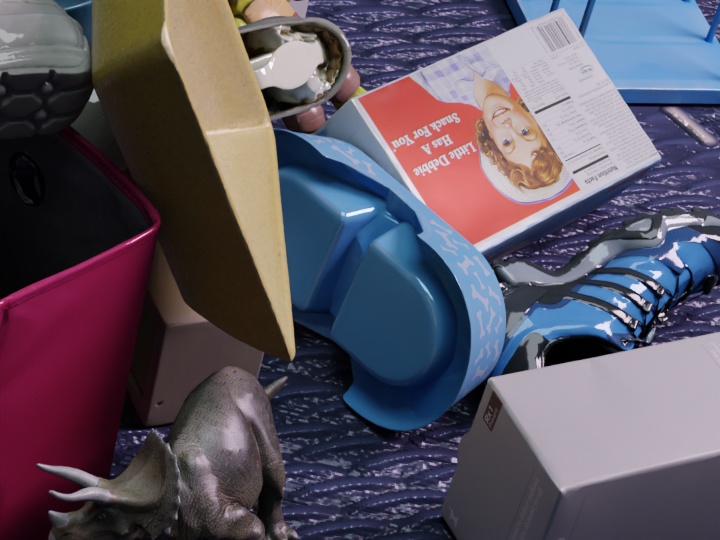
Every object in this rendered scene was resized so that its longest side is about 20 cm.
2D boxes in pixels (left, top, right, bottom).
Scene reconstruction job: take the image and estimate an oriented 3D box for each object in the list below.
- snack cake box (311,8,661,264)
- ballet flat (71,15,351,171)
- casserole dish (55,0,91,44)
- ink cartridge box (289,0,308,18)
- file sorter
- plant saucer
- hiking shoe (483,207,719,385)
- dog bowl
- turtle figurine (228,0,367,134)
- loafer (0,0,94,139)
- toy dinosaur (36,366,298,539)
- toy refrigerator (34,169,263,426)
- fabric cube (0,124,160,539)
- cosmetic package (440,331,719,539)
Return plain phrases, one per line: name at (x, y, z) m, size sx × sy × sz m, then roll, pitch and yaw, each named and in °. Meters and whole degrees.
snack cake box at (0.073, -0.068, 1.390) m, size 0.199 × 0.067 × 0.116 m, roll -26°, pitch 81°, yaw -42°
ballet flat at (-0.088, -0.101, 1.281) m, size 0.199 × 0.068 × 0.063 m, roll -22°, pitch 15°, yaw -37°
casserole dish at (-0.159, -0.155, 1.304) m, size 0.120 × 0.039 × 0.200 m, roll 0°, pitch 26°, yaw 23°
ink cartridge box at (-0.142, -0.180, 1.468) m, size 0.144 × 0.084 × 0.200 m, roll 34°, pitch 43°, yaw 21°
file sorter at (0.179, -0.222, 1.593) m, size 0.138 × 0.123 × 0.201 m, roll -1°, pitch 43°, yaw -19°
plant saucer at (-0.086, -0.083, 1.141) m, size 0.048 × 0.201 × 0.201 m, roll -15°, pitch 39°, yaw 6°
hiking shoe at (0.143, 0.029, 1.345) m, size 0.199 × 0.075 × 0.087 m, roll -18°, pitch 57°, yaw -21°
dog bowl at (0.000, 0.000, 1.296) m, size 0.200 × 0.112 × 0.049 m, roll 41°, pitch 33°, yaw 26°
turtle figurine at (-0.052, -0.127, 1.400) m, size 0.162 × 0.064 × 0.200 m, roll 54°, pitch 40°, yaw -13°
loafer at (-0.217, -0.097, 1.054) m, size 0.199 × 0.070 × 0.070 m, roll -1°, pitch 48°, yaw -33°
toy dinosaur at (-0.067, 0.095, 1.158) m, size 0.076 × 0.103 × 0.200 m, roll 6°, pitch 33°, yaw 31°
toy refrigerator at (-0.120, -0.014, 1.293) m, size 0.069 × 0.076 × 0.201 m, roll -7°, pitch 46°, yaw -25°
fabric cube at (-0.236, 0.030, 1.109) m, size 0.199 × 0.200 × 0.196 m, roll -27°, pitch 55°, yaw -39°
cosmetic package at (0.152, 0.102, 1.228) m, size 0.199 × 0.107 × 0.090 m, roll -13°, pitch 48°, yaw -28°
